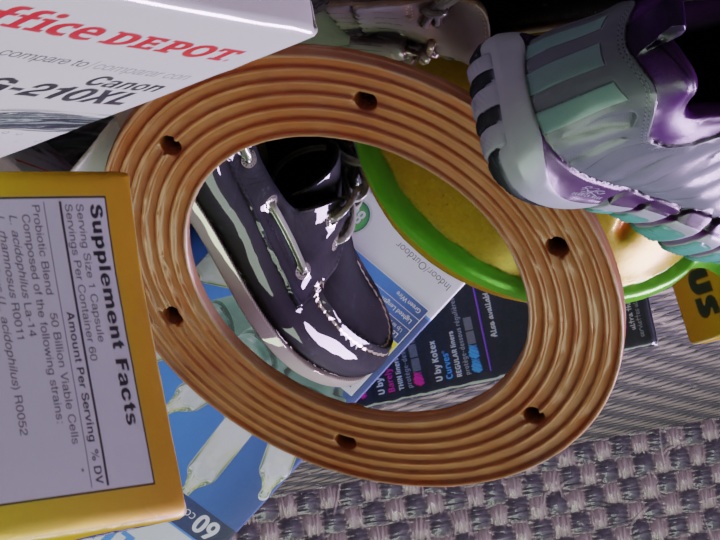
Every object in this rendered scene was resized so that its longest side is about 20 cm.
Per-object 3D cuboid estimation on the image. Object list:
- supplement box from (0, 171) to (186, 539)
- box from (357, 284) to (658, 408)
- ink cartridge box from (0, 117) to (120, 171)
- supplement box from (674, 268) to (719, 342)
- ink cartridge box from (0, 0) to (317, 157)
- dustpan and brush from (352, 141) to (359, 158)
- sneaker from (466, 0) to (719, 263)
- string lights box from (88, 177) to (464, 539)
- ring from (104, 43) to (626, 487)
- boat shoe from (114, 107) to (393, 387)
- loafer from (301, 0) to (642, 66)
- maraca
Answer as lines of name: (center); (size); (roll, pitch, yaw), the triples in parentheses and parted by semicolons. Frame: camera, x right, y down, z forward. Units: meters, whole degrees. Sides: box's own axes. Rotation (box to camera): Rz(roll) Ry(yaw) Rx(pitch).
supplement box: (-0.164, 0.037, 0.647); (0.109, 0.110, 0.199); (-17, 170, 42)
box: (0.030, -0.001, 1.088); (0.199, 0.107, 0.122); (-13, -172, 1)
ink cartridge box: (-0.163, 0.002, 0.911); (0.200, 0.068, 0.115); (-49, 165, 4)
supplement box: (0.232, -0.048, 1.025); (0.199, 0.109, 0.109); (-13, 173, -43)
ink cartridge box: (-0.133, -0.078, 0.593); (0.199, 0.085, 0.144); (-18, 170, 31)
dustpan and brush: (0.020, -0.073, 0.939); (0.199, 0.058, 0.139); (-12, -175, -40)
sneaker: (0.124, -0.050, 0.752); (0.087, 0.075, 0.199); (-22, 166, 36)
string lights box: (-0.059, 0.037, 0.990); (0.200, 0.103, 0.059); (-48, -156, 7)
ring: (0.000, 0.000, 0.812); (0.200, 0.201, 0.019); (-20, -151, 37)
boat shoe: (-0.025, -0.025, 0.877); (0.062, 0.073, 0.200); (-20, 135, 17)
loafer: (0.053, -0.099, 0.768); (0.199, 0.063, 0.072); (-15, 170, 17)
maraca: (0.088, -0.048, 0.860); (0.199, 0.138, 0.107); (5, 156, -23)
